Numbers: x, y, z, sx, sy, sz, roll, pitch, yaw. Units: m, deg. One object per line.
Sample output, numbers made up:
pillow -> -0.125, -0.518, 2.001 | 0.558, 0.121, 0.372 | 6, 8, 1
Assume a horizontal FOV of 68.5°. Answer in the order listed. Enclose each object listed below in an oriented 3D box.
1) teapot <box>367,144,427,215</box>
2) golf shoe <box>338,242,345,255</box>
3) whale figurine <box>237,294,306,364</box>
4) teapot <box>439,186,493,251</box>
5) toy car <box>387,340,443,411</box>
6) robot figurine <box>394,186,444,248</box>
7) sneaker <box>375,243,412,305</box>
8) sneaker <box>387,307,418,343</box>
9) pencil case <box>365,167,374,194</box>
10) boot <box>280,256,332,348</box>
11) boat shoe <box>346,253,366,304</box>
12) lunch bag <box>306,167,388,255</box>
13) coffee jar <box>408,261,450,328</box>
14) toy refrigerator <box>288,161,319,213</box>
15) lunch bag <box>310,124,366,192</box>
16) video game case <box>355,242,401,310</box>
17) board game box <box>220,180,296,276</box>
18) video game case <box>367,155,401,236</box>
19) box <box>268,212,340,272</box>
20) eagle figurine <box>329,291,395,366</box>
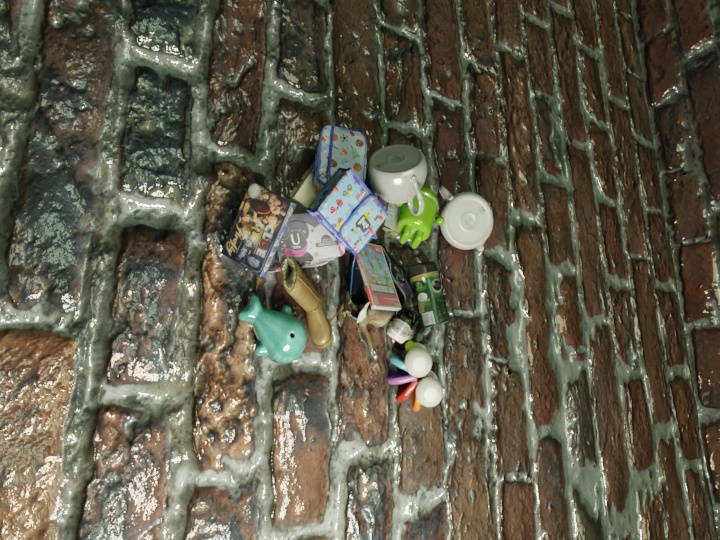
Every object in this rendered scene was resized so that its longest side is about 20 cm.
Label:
teapot -> 0.113, -0.267, 1.577 | 0.203, 0.190, 0.150 | -66, 155, -46
golf shoe -> -0.065, -0.146, 1.581 | 0.089, 0.074, 0.208 | -8, 84, -37
whale figurine -> -0.223, 0.151, 1.379 | 0.200, 0.103, 0.161 | 46, 58, -16
teapot -> 0.355, -0.175, 1.821 | 0.189, 0.146, 0.209 | 7, 98, -1
toy car -> 0.154, 0.319, 1.576 | 0.145, 0.175, 0.207 | -21, 90, 2
robot figurine -> 0.182, -0.178, 1.685 | 0.170, 0.116, 0.206 | 21, 65, -1
sneaker -> 0.099, 0.005, 1.664 | 0.087, 0.074, 0.206 | -32, 100, -49
sneaker -> 0.139, 0.155, 1.581 | 0.073, 0.089, 0.199 | 36, 13, 12
pencil case -> -0.018, -0.288, 1.620 | 0.090, 0.085, 0.207 | -3, 68, -40
boot -> -0.145, 0.090, 1.392 | 0.201, 0.064, 0.180 | 60, 10, -55
boat shoe -> 0.000, 0.000, 1.589 | 0.066, 0.084, 0.209 | 8, 87, -12
lunch bag -> -0.025, -0.154, 1.449 | 0.200, 0.093, 0.152 | 44, 80, -25
coffee jar -> 0.218, 0.076, 1.701 | 0.102, 0.084, 0.208 | -7, 82, -49
toy refrigerator -> -0.141, -0.258, 1.556 | 0.069, 0.075, 0.204 | 38, 61, -18
lunch bag -> -0.062, -0.310, 1.523 | 0.154, 0.076, 0.208 | 10, 70, -16
video game case -> 0.046, 0.015, 1.519 | 0.141, 0.017, 0.207 | 10, 57, -54
board game box -> -0.263, -0.107, 1.366 | 0.132, 0.035, 0.206 | 25, 93, 15
video game case -> 0.071, -0.239, 1.716 | 0.177, 0.035, 0.207 | 23, 66, -27
box -> -0.170, -0.079, 1.467 | 0.194, 0.114, 0.138 | -9, 82, -34
eagle figurine -> 0.014, 0.155, 1.520 | 0.199, 0.151, 0.153 | 41, 24, -22
